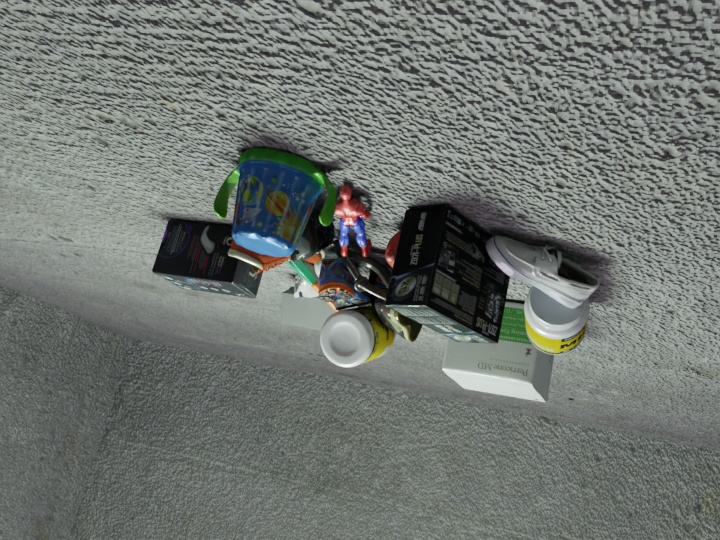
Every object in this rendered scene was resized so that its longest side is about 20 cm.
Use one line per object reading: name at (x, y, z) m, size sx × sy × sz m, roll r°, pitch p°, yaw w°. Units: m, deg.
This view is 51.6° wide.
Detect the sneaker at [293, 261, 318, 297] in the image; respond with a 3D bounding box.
sneaker at (-0.105, 0.020, 1.641) m, size 0.080 × 0.077 × 0.200 m, roll 7°, pitch 173°, yaw -3°

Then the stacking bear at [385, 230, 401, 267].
stacking bear at (0.115, 0.002, 1.297) m, size 0.200 × 0.122 × 0.114 m, roll 43°, pitch 179°, yaw -39°

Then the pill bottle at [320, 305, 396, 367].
pill bottle at (0.005, 0.130, 1.529) m, size 0.112 × 0.113 × 0.200 m, roll 8°, pitch -176°, yaw 20°

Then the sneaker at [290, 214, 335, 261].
sneaker at (-0.079, -0.063, 1.238) m, size 0.079 × 0.076 × 0.200 m, roll 3°, pitch -164°, yaw -6°

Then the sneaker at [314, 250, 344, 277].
sneaker at (-0.036, 0.013, 1.541) m, size 0.072 × 0.072 × 0.200 m, roll 1°, pitch 165°, yaw 15°

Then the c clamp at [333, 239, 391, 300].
c clamp at (0.000, 0.000, 1.354) m, size 0.170 × 0.027 × 0.200 m, roll 21°, pitch -161°, yaw -35°

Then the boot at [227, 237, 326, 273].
boot at (-0.154, -0.037, 1.375) m, size 0.199 × 0.108 × 0.075 m, roll 24°, pitch 172°, yaw -37°

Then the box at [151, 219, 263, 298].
box at (-0.306, -0.023, 1.538) m, size 0.199 × 0.123 × 0.106 m, roll 7°, pitch 163°, yaw 24°

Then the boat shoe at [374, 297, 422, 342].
boat shoe at (0.079, 0.090, 1.497) m, size 0.066 × 0.072 × 0.201 m, roll 20°, pitch 169°, yaw 21°

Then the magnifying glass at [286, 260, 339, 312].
magnifying glass at (-0.109, 0.010, 1.510) m, size 0.200 × 0.022 × 0.080 m, roll 45°, pitch 170°, yaw -13°

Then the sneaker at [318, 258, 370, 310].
sneaker at (-0.029, 0.026, 1.431) m, size 0.075 × 0.079 × 0.200 m, roll -9°, pitch 165°, yaw 10°

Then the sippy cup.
sippy cup at (-0.131, -0.095, 1.115) m, size 0.139 × 0.131 × 0.178 m, roll 21°, pitch 163°, yaw -27°

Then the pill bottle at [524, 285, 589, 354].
pill bottle at (0.353, 0.078, 1.343) m, size 0.114 × 0.115 × 0.200 m, roll 9°, pitch 165°, yaw 17°

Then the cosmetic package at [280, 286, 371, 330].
cosmetic package at (-0.080, 0.092, 1.770) m, size 0.199 × 0.091 × 0.107 m, roll 6°, pitch -167°, yaw 22°

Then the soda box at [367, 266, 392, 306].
soda box at (0.062, 0.050, 1.596) m, size 0.070 × 0.064 × 0.200 m, roll 10°, pitch 165°, yaw 11°

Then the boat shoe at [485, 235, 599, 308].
boat shoe at (0.293, -0.012, 1.190) m, size 0.199 × 0.074 × 0.065 m, roll 25°, pitch 132°, yaw -21°

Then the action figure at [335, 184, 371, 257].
action figure at (-0.016, -0.083, 1.217) m, size 0.065 × 0.052 × 0.200 m, roll 6°, pitch 159°, yaw 6°

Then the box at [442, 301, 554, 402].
box at (0.304, 0.169, 1.604) m, size 0.198 × 0.172 × 0.200 m, roll 6°, pitch 164°, yaw 25°

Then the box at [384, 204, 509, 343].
box at (0.147, 0.011, 1.189) m, size 0.086 × 0.165 × 0.200 m, roll -2°, pitch 159°, yaw 44°
